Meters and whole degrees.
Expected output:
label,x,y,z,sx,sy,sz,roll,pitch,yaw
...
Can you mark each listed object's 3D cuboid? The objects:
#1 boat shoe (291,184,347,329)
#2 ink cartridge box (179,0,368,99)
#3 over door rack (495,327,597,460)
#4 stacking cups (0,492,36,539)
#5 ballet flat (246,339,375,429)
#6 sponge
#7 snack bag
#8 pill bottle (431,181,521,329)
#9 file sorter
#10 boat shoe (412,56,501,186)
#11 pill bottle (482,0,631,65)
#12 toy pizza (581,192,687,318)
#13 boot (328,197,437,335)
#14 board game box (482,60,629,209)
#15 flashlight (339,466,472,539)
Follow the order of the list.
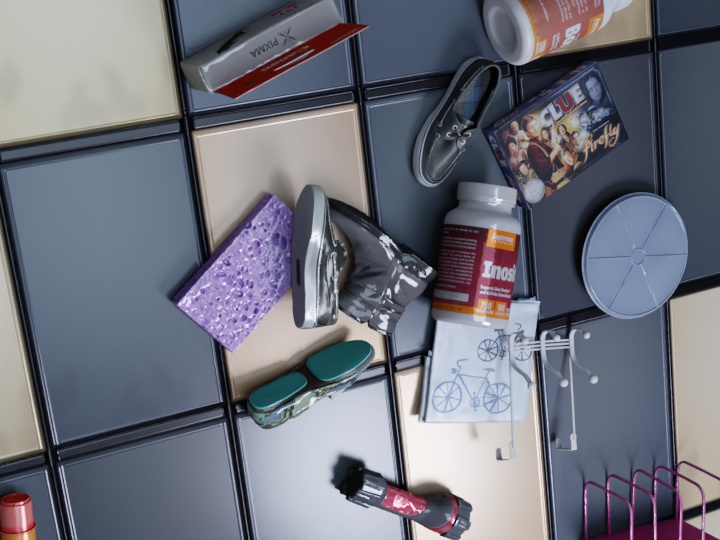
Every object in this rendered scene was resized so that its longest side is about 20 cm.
label,x,y,z,sx,sy,sz,roll,pitch,yaw
boat shoe,-0.054,-0.019,1.604,0.063,0.071,0.201,-4,110,-23
ink cartridge box,-0.111,-0.283,1.490,0.200,0.173,0.044,-31,112,-15
over door rack,0.288,0.192,1.814,0.147,0.067,0.201,-1,99,-36
stacking cups,-0.448,0.392,1.558,0.060,0.060,0.201,-8,101,-22
ballet flat,-0.068,0.163,1.677,0.199,0.074,0.075,-24,110,-16
sponge,-0.150,0.004,1.616,0.200,0.030,0.112,-49,116,-8
snack bag,0.180,0.135,1.798,0.188,0.021,0.201,2,98,-25
pill bottle,0.168,-0.022,1.700,0.113,0.113,0.201,8,90,-25
file sorter,0.476,0.394,1.924,0.199,0.139,0.126,-6,101,-23
boat shoe,0.136,-0.211,1.682,0.068,0.057,0.201,25,90,-27
pill bottle,0.282,-0.376,1.680,0.199,0.112,0.113,-26,111,-16
toy pizza,0.427,-0.024,1.867,0.199,0.032,0.201,-5,102,-23
boot,0.000,0.000,1.665,0.200,0.070,0.132,37,98,-15
board game box,0.292,-0.202,1.766,0.200,0.035,0.136,-35,113,-13
flashlight,0.072,0.343,1.769,0.200,0.068,0.068,26,91,-27
